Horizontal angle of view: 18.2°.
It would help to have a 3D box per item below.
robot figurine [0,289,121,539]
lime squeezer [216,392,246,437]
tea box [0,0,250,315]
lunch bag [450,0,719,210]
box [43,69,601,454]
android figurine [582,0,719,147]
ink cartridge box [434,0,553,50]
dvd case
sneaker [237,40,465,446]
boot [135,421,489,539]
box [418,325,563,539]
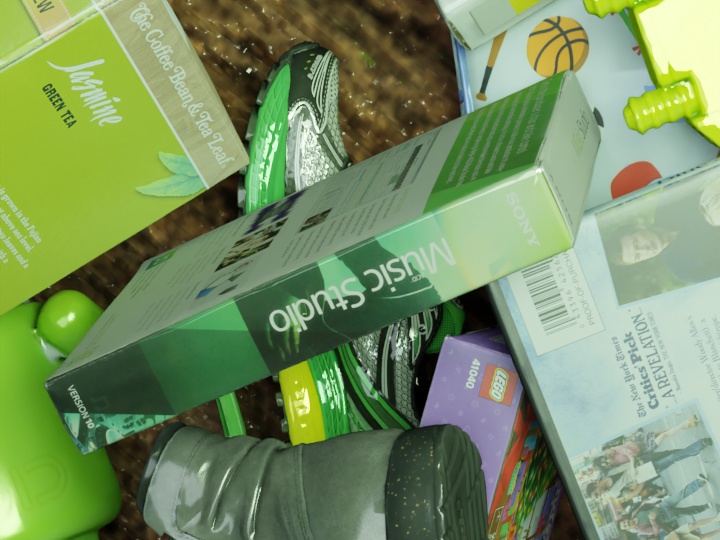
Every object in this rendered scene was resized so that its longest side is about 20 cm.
[{"bbox_3d":[-0.179,0.069,0.986,0.175,0.116,0.201,-25,85,18],"label":"robot figurine"},{"bbox_3d":[-0.068,0.108,0.990,0.070,0.038,0.201,12,92,0],"label":"lime squeezer"},{"bbox_3d":[-0.184,-0.094,0.913,0.196,0.134,0.200,-32,57,-3],"label":"tea box"},{"bbox_3d":[0.139,-0.077,0.906,0.199,0.076,0.161,-7,86,17],"label":"lunch bag"},{"bbox_3d":[-0.009,-0.006,0.840,0.199,0.144,0.036,-25,102,17],"label":"box"},{"bbox_3d":[0.183,-0.111,0.826,0.199,0.041,0.183,-18,95,2],"label":"android figurine"},{"bbox_3d":[0.081,-0.221,0.901,0.199,0.047,0.198,-29,65,6],"label":"ink cartridge box"},{"bbox_3d":[0.158,0.024,0.814,0.199,0.018,0.143,-22,97,5],"label":"dvd case"},{"bbox_3d":[0.000,0.000,0.958,0.085,0.078,0.201,-11,98,10],"label":"sneaker"},{"bbox_3d":[-0.018,0.155,0.832,0.131,0.070,0.201,-5,80,21],"label":"boot"},{"bbox_3d":[0.043,0.121,0.910,0.039,0.137,0.201,17,98,16],"label":"box"}]
